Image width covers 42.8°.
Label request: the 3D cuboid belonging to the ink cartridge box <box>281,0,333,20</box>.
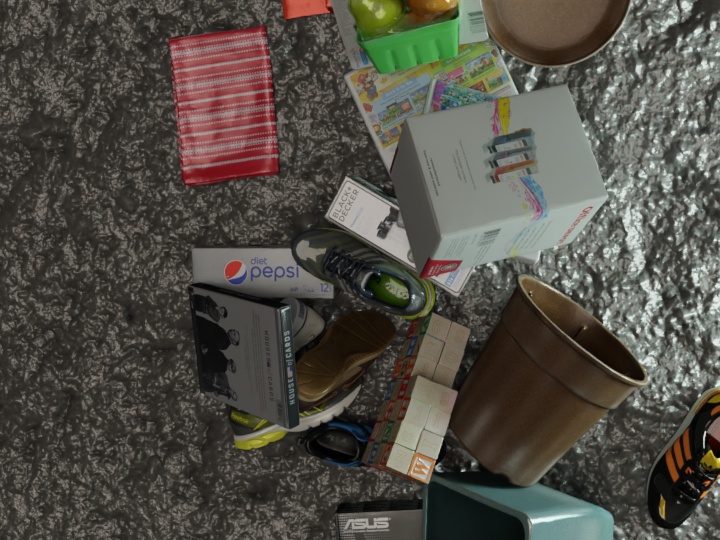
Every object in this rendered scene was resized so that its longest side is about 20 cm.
[{"bbox_3d":[-0.016,-0.397,1.193,0.196,0.050,0.111,-7,96,8],"label":"ink cartridge box"}]

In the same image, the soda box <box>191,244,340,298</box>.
[{"bbox_3d":[-0.126,0.000,1.242,0.196,0.063,0.070,-1,95,8],"label":"soda box"}]

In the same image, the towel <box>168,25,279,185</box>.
[{"bbox_3d":[-0.187,-0.223,1.251,0.141,0.022,0.205,-4,95,8],"label":"towel"}]

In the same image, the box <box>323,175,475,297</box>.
[{"bbox_3d":[0.057,-0.048,1.185,0.198,0.117,0.061,31,99,5],"label":"box"}]

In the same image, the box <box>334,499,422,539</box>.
[{"bbox_3d":[0.069,0.417,1.265,0.196,0.048,0.198,-4,98,8],"label":"box"}]

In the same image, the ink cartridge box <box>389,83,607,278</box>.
[{"bbox_3d":[0.151,-0.098,1.045,0.196,0.146,0.147,-12,73,-10],"label":"ink cartridge box"}]

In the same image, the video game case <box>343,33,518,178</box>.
[{"bbox_3d":[0.102,-0.220,1.209,0.197,0.023,0.185,-26,92,11],"label":"video game case"}]

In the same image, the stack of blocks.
[{"bbox_3d":[0.075,0.160,1.165,0.058,0.115,0.203,24,75,-11],"label":"stack of blocks"}]

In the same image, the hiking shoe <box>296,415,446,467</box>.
[{"bbox_3d":[0.016,0.242,1.234,0.196,0.087,0.076,3,97,8],"label":"hiking shoe"}]

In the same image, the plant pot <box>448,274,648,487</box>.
[{"bbox_3d":[0.218,0.146,1.152,0.199,0.200,0.200,37,107,3],"label":"plant pot"}]

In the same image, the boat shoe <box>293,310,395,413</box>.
[{"bbox_3d":[-0.028,0.121,1.196,0.072,0.200,0.073,36,132,14],"label":"boat shoe"}]

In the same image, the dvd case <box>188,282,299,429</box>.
[{"bbox_3d":[-0.150,0.103,1.161,0.198,0.024,0.154,11,109,47],"label":"dvd case"}]

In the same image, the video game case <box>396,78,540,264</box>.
[{"bbox_3d":[0.152,-0.126,1.143,0.178,0.024,0.204,15,73,-1],"label":"video game case"}]

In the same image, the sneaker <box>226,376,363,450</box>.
[{"bbox_3d":[-0.091,0.171,1.236,0.197,0.074,0.086,-25,99,-1],"label":"sneaker"}]

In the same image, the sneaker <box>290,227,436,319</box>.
[{"bbox_3d":[0.000,0.000,1.149,0.197,0.081,0.075,22,94,13],"label":"sneaker"}]

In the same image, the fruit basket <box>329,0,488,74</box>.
[{"bbox_3d":[0.049,-0.349,1.113,0.182,0.095,0.202,-11,127,13],"label":"fruit basket"}]

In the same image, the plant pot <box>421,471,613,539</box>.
[{"bbox_3d":[0.209,0.362,1.154,0.197,0.194,0.201,0,95,-35],"label":"plant pot"}]

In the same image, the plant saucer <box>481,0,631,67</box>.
[{"bbox_3d":[0.245,-0.360,1.167,0.196,0.037,0.205,1,96,9],"label":"plant saucer"}]

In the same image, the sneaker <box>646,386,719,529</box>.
[{"bbox_3d":[0.429,0.246,1.173,0.069,0.090,0.203,27,98,5],"label":"sneaker"}]

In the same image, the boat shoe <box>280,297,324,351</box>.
[{"bbox_3d":[-0.128,0.110,1.250,0.069,0.072,0.199,29,123,-37],"label":"boat shoe"}]
